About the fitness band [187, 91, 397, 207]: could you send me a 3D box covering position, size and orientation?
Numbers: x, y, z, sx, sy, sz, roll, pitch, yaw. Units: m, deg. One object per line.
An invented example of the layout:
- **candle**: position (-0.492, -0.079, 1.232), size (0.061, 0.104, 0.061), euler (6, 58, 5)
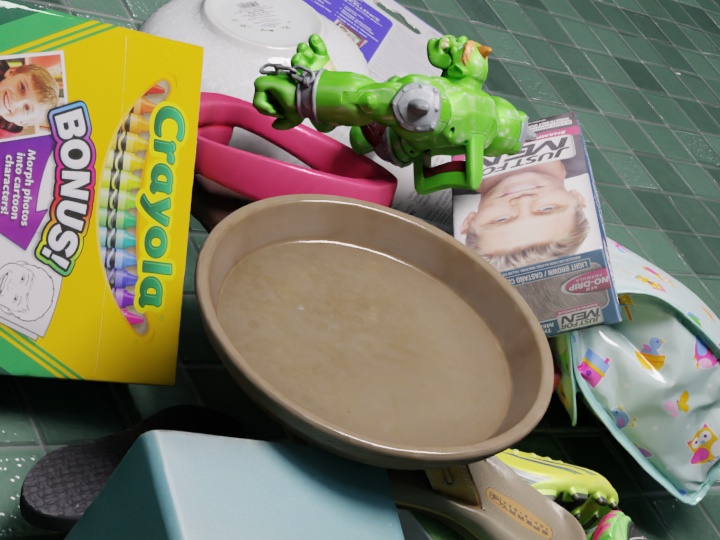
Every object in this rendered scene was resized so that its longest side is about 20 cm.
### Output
- **fitness band**: position (-0.049, -0.070, 0.974), size (0.142, 0.038, 0.200), euler (26, 11, 7)

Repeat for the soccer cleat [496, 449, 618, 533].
- **soccer cleat**: position (0.093, 0.135, 1.001), size (0.198, 0.065, 0.084), euler (11, 36, -36)

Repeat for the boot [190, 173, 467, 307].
- **boot**: position (0.000, 0.000, 0.922), size (0.198, 0.073, 0.167), euler (8, 31, -39)

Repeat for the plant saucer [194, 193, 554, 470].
- **plant saucer**: position (0.006, 0.032, 0.791), size (0.197, 0.030, 0.201), euler (15, 37, -12)

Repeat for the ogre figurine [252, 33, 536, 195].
- **ogre figurine**: position (0.034, -0.101, 0.984), size (0.119, 0.099, 0.200), euler (10, -16, 35)

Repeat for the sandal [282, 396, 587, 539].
- **sandal**: position (0.046, 0.098, 0.806), size (0.199, 0.054, 0.081), euler (31, 31, -9)

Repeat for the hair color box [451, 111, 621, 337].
- **hair color box**: position (0.116, -0.031, 1.038), size (0.201, 0.099, 0.061), euler (-87, 160, -59)

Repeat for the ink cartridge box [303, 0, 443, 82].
- **ink cartridge box**: position (0.011, -0.195, 1.386), size (0.197, 0.044, 0.201), euler (35, 33, -4)

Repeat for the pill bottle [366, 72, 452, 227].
- **pill bottle**: position (0.089, -0.066, 1.221), size (0.198, 0.115, 0.115), euler (26, 32, -18)

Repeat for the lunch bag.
- **lunch bag**: position (0.191, 0.050, 1.111), size (0.199, 0.122, 0.171), euler (39, 12, -22)

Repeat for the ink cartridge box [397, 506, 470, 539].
- **ink cartridge box**: position (0.032, 0.178, 0.841), size (0.059, 0.104, 0.200), euler (-12, 55, -51)

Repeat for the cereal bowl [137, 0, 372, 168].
- **cereal bowl**: position (-0.080, -0.157, 1.151), size (0.197, 0.084, 0.201), euler (10, 37, -8)

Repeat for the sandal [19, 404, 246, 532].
- **sandal**: position (-0.117, 0.118, 0.821), size (0.074, 0.046, 0.200), euler (19, 12, 15)

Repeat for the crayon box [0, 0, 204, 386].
- **crayon box**: position (-0.180, -0.042, 0.849), size (0.171, 0.203, 0.058), euler (7, -3, -39)

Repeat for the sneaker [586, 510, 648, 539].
- **sneaker**: position (0.164, 0.226, 0.940), size (0.083, 0.077, 0.200), euler (35, 33, 1)

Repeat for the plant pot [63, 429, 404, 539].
- **plant pot**: position (-0.049, 0.203, 0.698), size (0.140, 0.142, 0.202), euler (10, 44, -36)

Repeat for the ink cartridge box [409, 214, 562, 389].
- **ink cartridge box**: position (0.022, 0.033, 1.048), size (0.198, 0.083, 0.147), euler (15, 37, -33)
